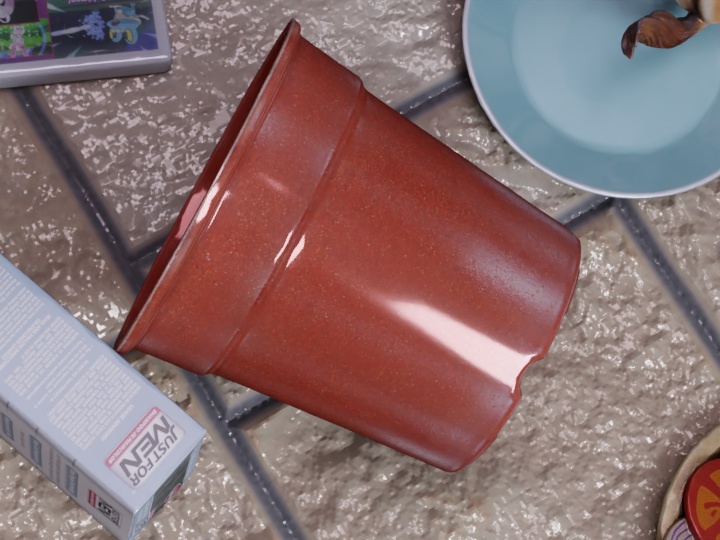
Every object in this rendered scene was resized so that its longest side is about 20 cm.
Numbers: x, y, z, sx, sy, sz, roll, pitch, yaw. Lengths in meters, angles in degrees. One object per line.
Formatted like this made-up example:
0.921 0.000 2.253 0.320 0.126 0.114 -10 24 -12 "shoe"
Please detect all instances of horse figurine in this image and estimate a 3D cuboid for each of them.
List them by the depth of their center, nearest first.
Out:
0.226 -0.200 1.144 0.200 0.132 0.050 -48 50 9 "horse figurine"

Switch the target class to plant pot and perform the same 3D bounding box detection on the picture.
0.000 0.000 1.041 0.195 0.201 0.201 28 71 -7 "plant pot"

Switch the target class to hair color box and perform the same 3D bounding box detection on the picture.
-0.178 0.053 1.037 0.200 0.099 0.061 41 71 5 "hair color box"

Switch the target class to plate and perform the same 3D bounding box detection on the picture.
0.158 -0.135 1.185 0.199 0.026 0.201 2 73 -7 "plate"

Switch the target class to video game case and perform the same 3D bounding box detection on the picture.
-0.222 -0.194 1.148 0.199 0.023 0.183 -7 74 -11 "video game case"

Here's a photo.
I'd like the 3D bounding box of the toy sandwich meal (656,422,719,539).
0.267 0.161 1.086 0.204 0.070 0.206 2 73 -8 "toy sandwich meal"
